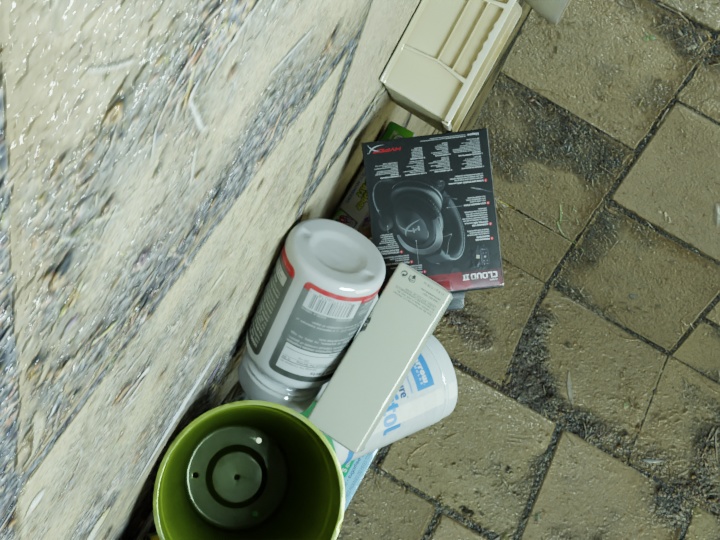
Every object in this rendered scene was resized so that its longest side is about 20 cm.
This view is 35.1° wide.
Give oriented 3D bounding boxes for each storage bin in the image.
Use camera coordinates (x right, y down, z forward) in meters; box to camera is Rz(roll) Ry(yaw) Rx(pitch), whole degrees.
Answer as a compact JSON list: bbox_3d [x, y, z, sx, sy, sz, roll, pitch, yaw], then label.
[{"bbox_3d":[0.113,-0.268,1.320,0.200,0.093,0.200,-61,175,4],"label":"storage bin"}]

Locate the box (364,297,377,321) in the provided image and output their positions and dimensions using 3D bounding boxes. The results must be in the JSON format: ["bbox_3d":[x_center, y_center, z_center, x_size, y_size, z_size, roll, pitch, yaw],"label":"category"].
[{"bbox_3d":[0.039,0.039,1.494,0.199,0.036,0.145,-12,145,-46],"label":"box"}]

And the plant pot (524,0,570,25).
[{"bbox_3d":[0.254,-0.451,1.525,0.202,0.133,0.200,-60,175,-8],"label":"plant pot"}]

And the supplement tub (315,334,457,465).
[{"bbox_3d":[0.012,0.164,1.476,0.198,0.133,0.132,-20,153,-30],"label":"supplement tub"}]

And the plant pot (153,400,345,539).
[{"bbox_3d":[-0.129,0.240,1.262,0.202,0.199,0.193,-60,-173,-8],"label":"plant pot"}]

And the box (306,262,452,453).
[{"bbox_3d":[0.023,0.095,1.242,0.201,0.068,0.082,-58,173,-2],"label":"box"}]

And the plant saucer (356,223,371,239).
[{"bbox_3d":[0.000,0.000,1.453,0.199,0.037,0.201,-34,157,-17],"label":"plant saucer"}]

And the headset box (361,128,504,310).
[{"bbox_3d":[0.084,-0.053,1.322,0.077,0.147,0.203,-2,85,-87],"label":"headset box"}]

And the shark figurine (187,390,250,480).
[{"bbox_3d":[-0.178,0.266,1.425,0.128,0.089,0.216,-52,169,-55],"label":"shark figurine"}]

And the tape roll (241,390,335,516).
[{"bbox_3d":[-0.098,0.241,1.428,0.048,0.201,0.201,-10,143,-33],"label":"tape roll"}]

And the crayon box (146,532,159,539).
[{"bbox_3d":[-0.199,0.354,1.463,0.200,0.124,0.052,100,-20,-75],"label":"crayon box"}]

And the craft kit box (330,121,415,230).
[{"bbox_3d":[0.019,-0.069,1.549,0.199,0.048,0.200,-57,161,-15],"label":"craft kit box"}]

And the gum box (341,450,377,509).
[{"bbox_3d":[-0.088,0.242,1.548,0.171,0.199,0.045,-60,177,-5],"label":"gum box"}]

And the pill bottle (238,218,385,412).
[{"bbox_3d":[-0.059,0.054,1.244,0.201,0.113,0.114,-63,175,35],"label":"pill bottle"}]
